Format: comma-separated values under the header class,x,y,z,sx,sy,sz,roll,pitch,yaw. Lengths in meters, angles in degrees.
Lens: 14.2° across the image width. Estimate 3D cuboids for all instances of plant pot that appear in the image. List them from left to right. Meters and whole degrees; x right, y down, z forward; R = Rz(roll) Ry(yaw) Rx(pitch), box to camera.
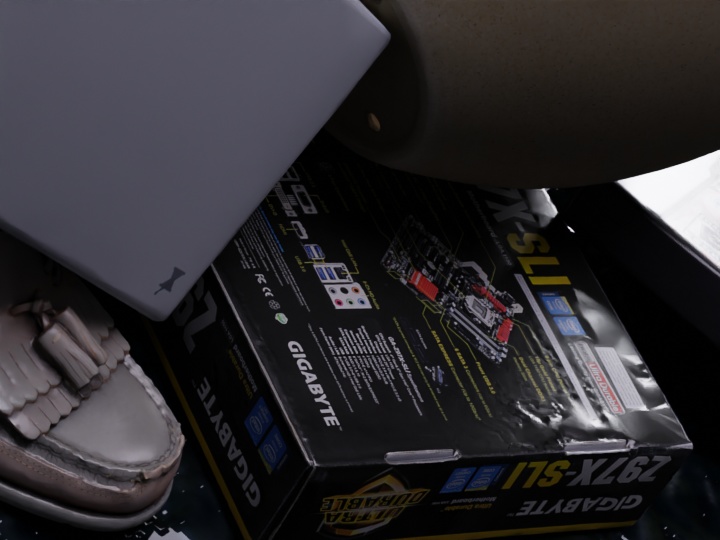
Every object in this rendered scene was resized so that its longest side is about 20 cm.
class,x,y,z,sx,sy,sz,roll,pitch,yaw
plant pot,0.041,-0.107,0.947,0.134,0.201,0.200,-31,68,-27

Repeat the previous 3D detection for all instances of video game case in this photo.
class,x,y,z,sx,sy,sz,roll,pitch,yaw
video game case,0.183,0.010,1.075,0.200,0.026,0.181,40,27,7

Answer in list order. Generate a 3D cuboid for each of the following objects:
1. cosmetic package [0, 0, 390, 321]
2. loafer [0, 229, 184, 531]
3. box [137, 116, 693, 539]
class,x,y,z,sx,sy,sz,roll,pitch,yaw
cosmetic package,-0.126,-0.111,0.850,0.200,0.123,0.199,43,3,28
loafer,-0.133,-0.001,0.871,0.200,0.063,0.072,37,39,6
box,0.000,0.000,0.974,0.159,0.049,0.201,0,48,-38
